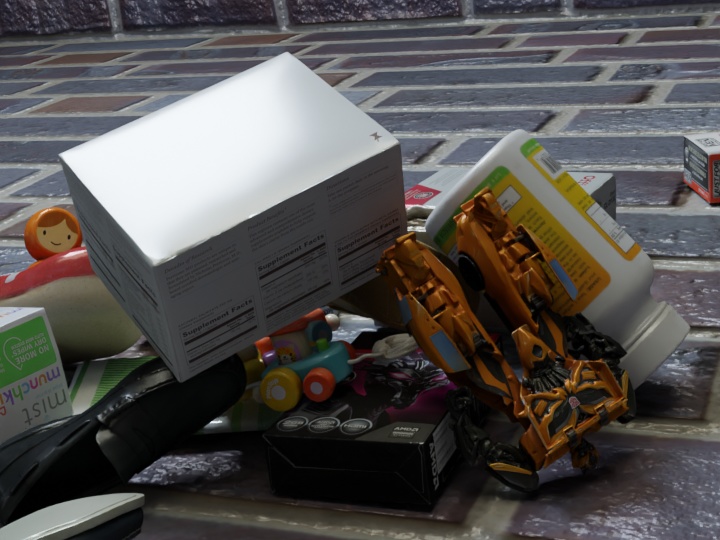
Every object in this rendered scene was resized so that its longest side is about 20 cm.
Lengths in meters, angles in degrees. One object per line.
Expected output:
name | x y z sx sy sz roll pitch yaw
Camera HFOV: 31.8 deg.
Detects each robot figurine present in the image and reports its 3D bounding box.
robot figurine | 0.104 0.050 0.870 0.144 0.201 0.058 -30 -13 -20

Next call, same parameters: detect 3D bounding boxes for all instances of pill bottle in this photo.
pill bottle | 0.153 0.000 0.969 0.111 0.200 0.111 -43 -6 -6

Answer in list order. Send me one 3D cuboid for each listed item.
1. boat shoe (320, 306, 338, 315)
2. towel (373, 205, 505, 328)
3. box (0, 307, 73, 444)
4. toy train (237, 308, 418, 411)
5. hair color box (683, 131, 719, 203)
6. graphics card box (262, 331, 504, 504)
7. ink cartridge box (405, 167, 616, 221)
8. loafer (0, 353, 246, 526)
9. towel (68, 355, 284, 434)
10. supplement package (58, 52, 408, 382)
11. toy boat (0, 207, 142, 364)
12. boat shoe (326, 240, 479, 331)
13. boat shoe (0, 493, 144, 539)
boat shoe | -0.082 -0.005 1.265 0.073 0.069 0.199 -12 19 -18
towel | 0.088 0.000 1.105 0.197 0.133 0.035 1 49 18
box | -0.355 0.105 0.963 0.175 0.098 0.199 -1 17 42
toy train | -0.050 0.052 0.978 0.149 0.056 0.199 -28 13 -29
hair color box | 0.483 -0.128 1.458 0.197 0.062 0.102 -5 18 -1
graphics card box | 0.024 0.103 0.940 0.124 0.052 0.200 1 20 23
ink cartridge box | 0.145 -0.045 1.284 0.198 0.084 0.145 5 21 30
loafer | -0.168 0.120 0.891 0.199 0.069 0.071 -27 37 -3
towel | -0.147 0.105 1.038 0.197 0.024 0.153 -5 19 0
supplement package | -0.089 -0.046 0.917 0.198 0.112 0.156 -27 46 -22
toy boat | -0.272 0.008 1.107 0.198 0.133 0.130 -11 -21 34
boat shoe | 0.000 0.000 1.024 0.198 0.075 0.069 18 1 1
boat shoe | -0.196 0.185 0.744 0.074 0.063 0.199 -14 4 29
